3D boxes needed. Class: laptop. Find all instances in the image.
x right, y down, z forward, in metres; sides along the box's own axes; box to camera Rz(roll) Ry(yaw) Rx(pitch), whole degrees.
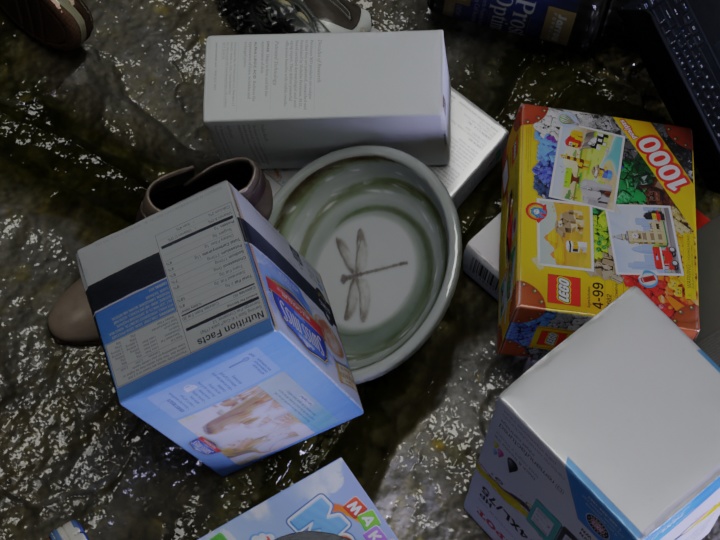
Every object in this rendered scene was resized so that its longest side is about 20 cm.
[{"bbox_3d":[0.304,-0.168,1.644,0.200,0.103,0.178,-36,102,-36],"label":"laptop"}]

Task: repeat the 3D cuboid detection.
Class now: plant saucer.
[{"bbox_3d":[0.000,0.000,1.572,0.199,0.050,0.202,-10,69,27],"label":"plant saucer"}]

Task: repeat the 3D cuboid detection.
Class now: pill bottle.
[{"bbox_3d":[0.168,-0.262,1.741,0.199,0.112,0.112,16,59,3],"label":"pill bottle"}]

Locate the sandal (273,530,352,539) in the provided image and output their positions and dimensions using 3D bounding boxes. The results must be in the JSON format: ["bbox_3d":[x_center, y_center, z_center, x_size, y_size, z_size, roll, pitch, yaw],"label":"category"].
[{"bbox_3d":[0.013,0.233,1.423,0.199,0.048,0.076,14,59,0],"label":"sandal"}]

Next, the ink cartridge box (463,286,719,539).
[{"bbox_3d":[0.186,0.147,1.448,0.146,0.200,0.147,-36,69,-23],"label":"ink cartridge box"}]

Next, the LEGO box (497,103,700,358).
[{"bbox_3d":[0.191,-0.025,1.571,0.148,0.077,0.201,7,56,-5],"label":"LEGO box"}]

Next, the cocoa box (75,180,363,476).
[{"bbox_3d":[-0.101,0.049,1.456,0.133,0.200,0.132,-25,63,9],"label":"cocoa box"}]

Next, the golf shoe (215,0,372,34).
[{"bbox_3d":[-0.066,-0.245,1.717,0.094,0.078,0.200,-23,52,-23],"label":"golf shoe"}]

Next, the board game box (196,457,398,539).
[{"bbox_3d":[-0.057,0.251,1.454,0.199,0.037,0.152,-28,66,-22],"label":"board game box"}]

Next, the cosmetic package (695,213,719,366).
[{"bbox_3d":[0.319,0.059,1.568,0.106,0.090,0.201,19,59,-22],"label":"cosmetic package"}]

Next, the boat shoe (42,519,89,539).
[{"bbox_3d":[-0.190,0.283,1.408,0.072,0.072,0.201,-30,64,-8],"label":"boat shoe"}]

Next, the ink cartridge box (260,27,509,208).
[{"bbox_3d":[0.006,-0.088,1.670,0.161,0.050,0.200,39,81,16],"label":"ink cartridge box"}]

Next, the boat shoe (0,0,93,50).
[{"bbox_3d":[-0.299,-0.276,1.720,0.202,0.075,0.075,41,57,17],"label":"boat shoe"}]

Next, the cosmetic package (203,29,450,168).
[{"bbox_3d":[-0.024,-0.140,1.608,0.198,0.113,0.082,-2,72,3],"label":"cosmetic package"}]

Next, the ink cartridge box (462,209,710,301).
[{"bbox_3d":[0.208,-0.019,1.639,0.162,0.057,0.200,41,68,17],"label":"ink cartridge box"}]

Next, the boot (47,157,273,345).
[{"bbox_3d":[-0.161,-0.022,1.538,0.199,0.146,0.070,-29,71,-17],"label":"boot"}]
